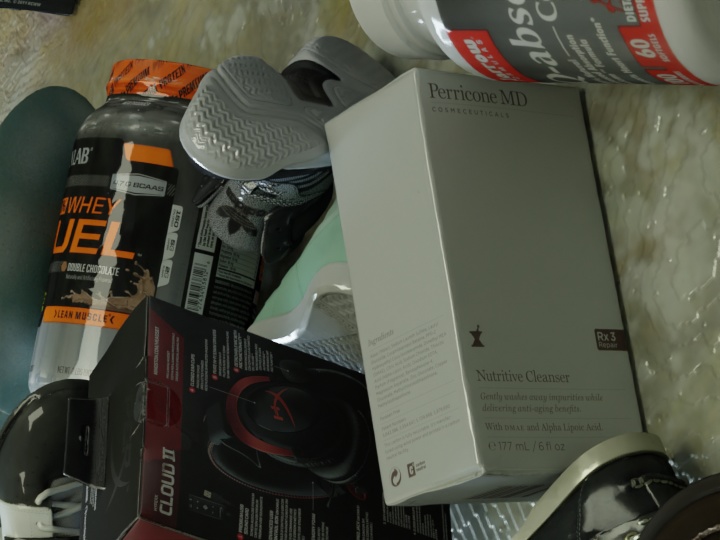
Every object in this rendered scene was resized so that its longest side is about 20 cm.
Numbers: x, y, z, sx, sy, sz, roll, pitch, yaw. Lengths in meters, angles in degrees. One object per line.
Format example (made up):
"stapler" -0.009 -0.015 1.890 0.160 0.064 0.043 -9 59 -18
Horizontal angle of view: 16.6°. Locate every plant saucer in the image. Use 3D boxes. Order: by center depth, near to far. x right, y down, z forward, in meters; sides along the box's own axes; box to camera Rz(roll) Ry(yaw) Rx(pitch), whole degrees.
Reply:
"plant saucer" -0.175 -0.009 1.480 0.039 0.201 0.202 7 94 20

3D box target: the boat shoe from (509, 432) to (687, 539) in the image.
"boat shoe" 0.093 0.165 1.179 0.200 0.072 0.068 -55 53 34

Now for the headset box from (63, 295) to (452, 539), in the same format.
"headset box" -0.056 0.110 1.243 0.075 0.199 0.149 -51 29 37

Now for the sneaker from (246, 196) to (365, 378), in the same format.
"sneaker" 0.000 0.000 1.334 0.119 0.074 0.200 -65 9 -25

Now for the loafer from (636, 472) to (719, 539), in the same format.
"loafer" 0.140 0.165 1.093 0.200 0.073 0.072 -51 20 35

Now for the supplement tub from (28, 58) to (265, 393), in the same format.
"supplement tub" -0.115 -0.012 1.413 0.122 0.122 0.201 0 77 53

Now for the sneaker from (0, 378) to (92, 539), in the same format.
"sneaker" -0.157 0.154 1.314 0.089 0.074 0.201 45 132 45

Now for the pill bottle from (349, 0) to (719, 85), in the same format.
"pill bottle" 0.096 -0.144 1.136 0.199 0.116 0.117 4 91 43

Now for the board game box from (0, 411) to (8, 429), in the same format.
"board game box" -0.267 0.049 1.639 0.103 0.105 0.201 -10 80 52

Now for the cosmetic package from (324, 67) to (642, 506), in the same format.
"cosmetic package" 0.060 0.010 1.202 0.081 0.112 0.201 -25 69 50

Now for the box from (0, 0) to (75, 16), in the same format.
"box" -0.237 -0.284 1.623 0.122 0.106 0.201 35 114 48

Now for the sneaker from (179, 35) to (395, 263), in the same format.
"sneaker" -0.051 -0.053 1.292 0.075 0.200 0.114 39 116 10
